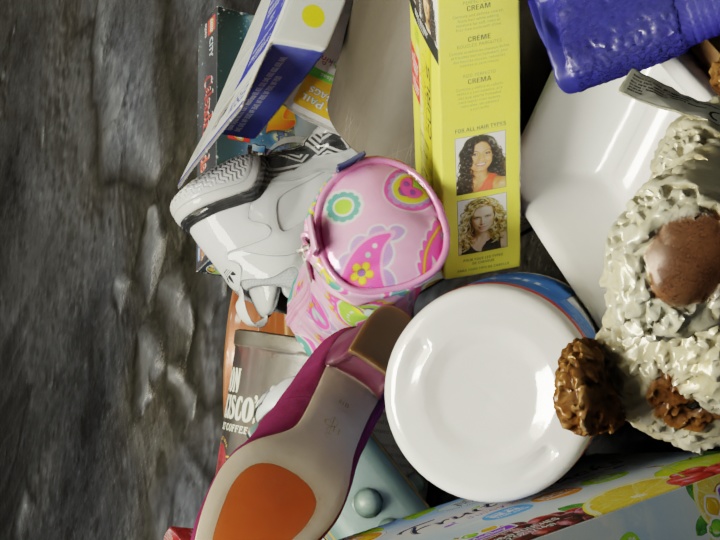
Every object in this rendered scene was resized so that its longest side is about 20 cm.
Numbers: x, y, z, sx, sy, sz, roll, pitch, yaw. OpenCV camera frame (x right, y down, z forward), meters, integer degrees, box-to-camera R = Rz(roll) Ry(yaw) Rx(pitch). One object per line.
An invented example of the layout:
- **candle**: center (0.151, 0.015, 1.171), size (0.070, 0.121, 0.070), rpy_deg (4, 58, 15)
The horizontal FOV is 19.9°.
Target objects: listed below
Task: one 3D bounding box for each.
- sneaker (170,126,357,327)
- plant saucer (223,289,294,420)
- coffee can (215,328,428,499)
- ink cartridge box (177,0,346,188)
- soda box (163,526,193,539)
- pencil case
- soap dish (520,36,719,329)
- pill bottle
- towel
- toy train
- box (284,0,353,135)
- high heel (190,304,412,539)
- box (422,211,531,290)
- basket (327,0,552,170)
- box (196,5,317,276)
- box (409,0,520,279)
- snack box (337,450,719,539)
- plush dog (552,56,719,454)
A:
- **sneaker**: center (-0.026, -0.038, 1.437), size (0.115, 0.199, 0.075), rpy_deg (62, 153, 7)
- **plant saucer**: center (-0.069, 0.072, 1.575), size (0.200, 0.032, 0.202), rpy_deg (-176, 90, -74)
- **coffee can**: center (-0.027, 0.149, 1.363), size (0.146, 0.145, 0.202), rpy_deg (1, 82, 64)
- **ink cartridge box**: center (-0.045, -0.157, 1.321), size (0.198, 0.047, 0.201), rpy_deg (143, 147, -70)
- **soda box**: center (-0.091, 0.256, 1.539), size (0.200, 0.070, 0.064), rpy_deg (31, 109, 62)
- **pencil case**: center (0.000, 0.000, 1.208), size (0.200, 0.087, 0.088), rpy_deg (107, 167, -74)
- **soap dish**: center (0.167, -0.055, 1.122), size (0.158, 0.081, 0.200), rpy_deg (-66, 29, 26)
- **pill bottle**: center (0.083, 0.058, 1.124), size (0.200, 0.111, 0.113), rpy_deg (-11, -66, -79)
- **towel**: center (0.179, -0.180, 1.069), size (0.199, 0.050, 0.149), rpy_deg (-20, 60, 13)
- **toy train**: center (0.006, 0.146, 1.221), size (0.200, 0.085, 0.114), rpy_deg (53, 170, 8)
- **box**: center (0.039, -0.188, 1.375), size (0.200, 0.101, 0.113), rpy_deg (-57, 13, 38)
- **high heel**: center (-0.037, 0.109, 1.120), size (0.200, 0.067, 0.096), rpy_deg (-49, 0, -30)
- **box**: center (0.064, -0.030, 1.367), size (0.200, 0.041, 0.039), rpy_deg (-32, 51, 56)
- **basket**: center (0.067, -0.160, 1.232), size (0.136, 0.179, 0.201), rpy_deg (-75, 11, -60)
- **box**: center (-0.052, -0.086, 1.513), size (0.038, 0.136, 0.201), rpy_deg (-39, 46, 55)
- **box**: center (0.058, -0.097, 1.151), size (0.075, 0.050, 0.201), rpy_deg (-110, 12, -50)
- **snack box**: center (0.095, 0.148, 1.052), size (0.168, 0.199, 0.068), rpy_deg (-11, 92, 63)
- **plush dog**: center (0.170, 0.010, 0.968), size (0.161, 0.199, 0.173), rpy_deg (-115, 36, -49)
